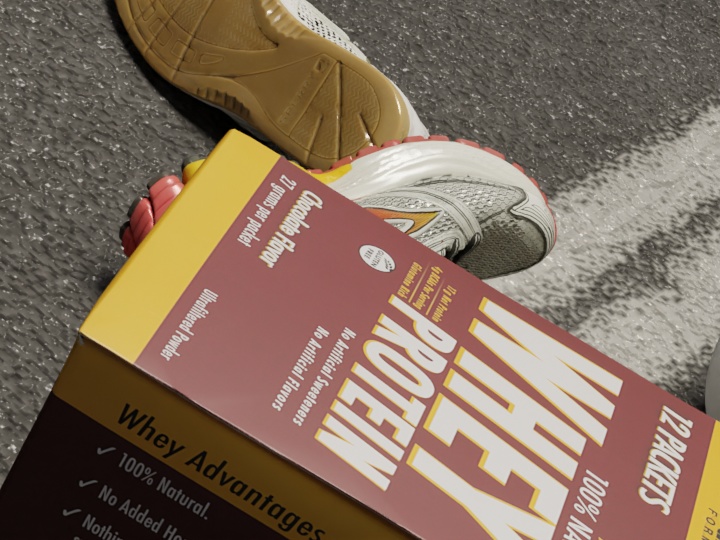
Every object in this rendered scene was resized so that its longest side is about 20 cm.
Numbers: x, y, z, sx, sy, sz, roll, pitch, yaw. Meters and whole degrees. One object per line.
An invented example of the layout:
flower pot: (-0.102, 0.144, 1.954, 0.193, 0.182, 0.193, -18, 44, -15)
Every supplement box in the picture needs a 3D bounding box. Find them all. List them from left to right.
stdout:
supplement box: (-0.017, 0.107, 0.700, 0.197, 0.200, 0.133, 31, 31, -1)

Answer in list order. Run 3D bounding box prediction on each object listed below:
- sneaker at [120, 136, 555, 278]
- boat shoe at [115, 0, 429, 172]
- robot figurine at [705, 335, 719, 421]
sneaker: (0.000, 0.000, 0.978, 0.200, 0.078, 0.082, -8, 53, -33)
boat shoe: (-0.041, -0.095, 1.095, 0.200, 0.071, 0.069, 43, 7, 32)
robot figurine: (0.253, 0.071, 1.047, 0.200, 0.150, 0.125, 30, 45, -2)
